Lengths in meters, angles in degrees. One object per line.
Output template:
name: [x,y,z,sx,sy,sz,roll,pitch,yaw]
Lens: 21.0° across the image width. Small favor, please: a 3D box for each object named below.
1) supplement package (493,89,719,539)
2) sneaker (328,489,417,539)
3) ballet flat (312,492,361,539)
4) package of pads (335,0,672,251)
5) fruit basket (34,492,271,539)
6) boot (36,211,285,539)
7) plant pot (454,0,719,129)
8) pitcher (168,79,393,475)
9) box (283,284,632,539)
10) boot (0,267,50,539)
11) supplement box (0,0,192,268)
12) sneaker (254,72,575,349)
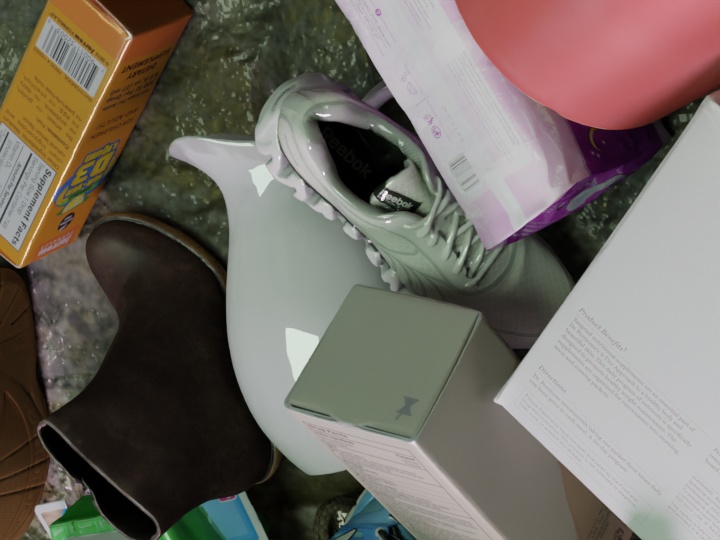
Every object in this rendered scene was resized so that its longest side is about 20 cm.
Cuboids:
supplement package: [0.210,0.035,0.911,0.191,0.147,0.200,43,127,16]
sneaker: [0.003,0.185,1.118,0.200,0.090,0.078,-43,94,5]
ballet flat: [0.017,0.234,1.191,0.067,0.046,0.201,-18,95,38]
package of pads: [0.062,-0.119,0.979,0.076,0.120,0.201,-34,85,39]
fruit basket: [-0.112,0.229,1.256,0.184,0.094,0.201,-13,102,38]
boot: [-0.133,0.057,1.157,0.200,0.166,0.072,46,127,13]
plant pot: [0.142,-0.168,0.871,0.201,0.200,0.177,54,139,7]
pitcher: [0.000,0.000,1.083,0.171,0.121,0.201,-17,92,17]
box: [0.058,0.099,1.016,0.095,0.078,0.200,13,154,41]
boot: [-0.297,0.087,1.349,0.155,0.073,0.201,9,110,33]
supplement box: [-0.179,-0.097,1.199,0.069,0.066,0.200,43,127,11]
sneaker: [0.034,-0.025,1.001,0.200,0.075,0.081,36,174,-12]
